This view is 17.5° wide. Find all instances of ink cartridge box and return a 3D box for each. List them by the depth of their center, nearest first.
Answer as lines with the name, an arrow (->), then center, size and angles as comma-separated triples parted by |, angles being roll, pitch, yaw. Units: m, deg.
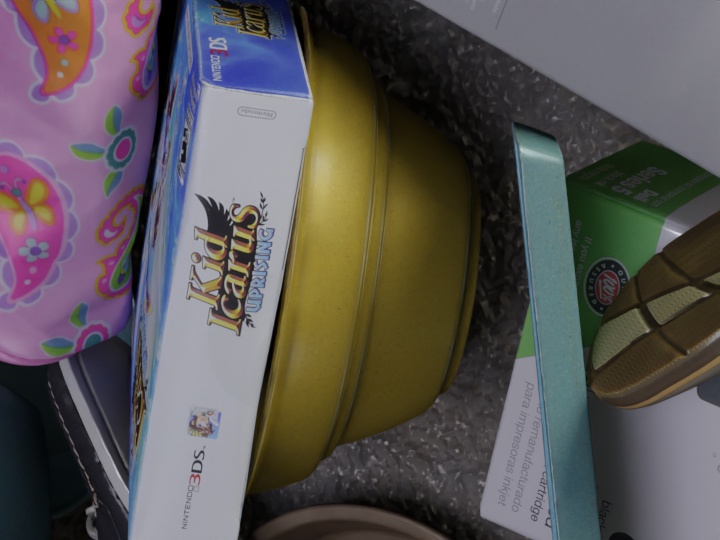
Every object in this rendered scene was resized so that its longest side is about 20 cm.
ink cartridge box -> 0.161, 0.056, 0.880 | 0.199, 0.084, 0.147 | 22, 113, 25

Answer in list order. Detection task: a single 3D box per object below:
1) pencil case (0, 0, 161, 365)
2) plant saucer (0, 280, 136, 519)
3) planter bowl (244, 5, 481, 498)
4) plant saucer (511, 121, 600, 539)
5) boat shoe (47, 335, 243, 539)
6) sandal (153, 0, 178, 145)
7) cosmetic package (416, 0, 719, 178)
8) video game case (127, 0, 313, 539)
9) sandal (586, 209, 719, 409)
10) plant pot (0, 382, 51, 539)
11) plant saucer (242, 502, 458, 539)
pencil case -> -0.123, -0.060, 0.958 | 0.087, 0.087, 0.201 | 25, 124, 24
plant saucer -> -0.174, 0.021, 1.107 | 0.199, 0.036, 0.202 | 9, 108, 30
planter bowl -> 0.000, 0.000, 0.940 | 0.083, 0.201, 0.202 | 8, 112, -8
plant saucer -> 0.073, 0.049, 0.847 | 0.019, 0.070, 0.202 | -5, 100, 3
boat shoe -> -0.087, 0.120, 1.029 | 0.060, 0.074, 0.201 | -31, 94, 29
sandal -> -0.089, -0.139, 0.989 | 0.048, 0.075, 0.202 | 27, 126, 40
cosmetic package -> 0.095, -0.119, 0.862 | 0.199, 0.107, 0.091 | 36, 119, 21
video game case -> -0.060, -0.014, 0.922 | 0.045, 0.200, 0.183 | 7, 110, -8
sandal -> 0.162, 0.003, 0.785 | 0.199, 0.081, 0.054 | -29, 113, 27
plant pot -> -0.216, 0.098, 1.039 | 0.199, 0.200, 0.135 | 26, 79, 23
plant saucer -> 0.013, 0.197, 1.045 | 0.199, 0.029, 0.202 | 9, 109, 29
